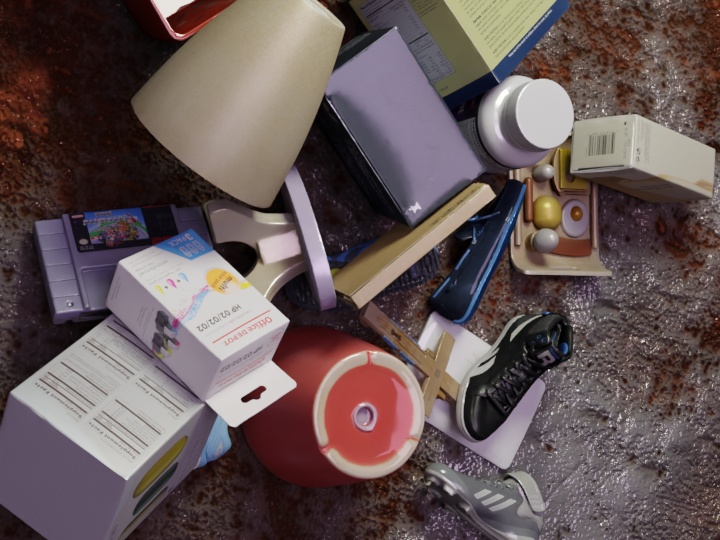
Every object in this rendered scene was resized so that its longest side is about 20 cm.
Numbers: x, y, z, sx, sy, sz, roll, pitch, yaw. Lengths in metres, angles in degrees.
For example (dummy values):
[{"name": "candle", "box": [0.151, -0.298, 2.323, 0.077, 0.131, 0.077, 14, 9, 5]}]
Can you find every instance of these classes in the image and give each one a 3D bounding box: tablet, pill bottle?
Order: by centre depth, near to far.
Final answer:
[{"name": "pill bottle", "box": [0.177, -0.180, 1.613, 0.110, 0.199, 0.113, 1, 87, -24]}, {"name": "tablet", "box": [0.143, 0.156, 1.687, 0.199, 0.014, 0.131, 33, 75, -19]}]

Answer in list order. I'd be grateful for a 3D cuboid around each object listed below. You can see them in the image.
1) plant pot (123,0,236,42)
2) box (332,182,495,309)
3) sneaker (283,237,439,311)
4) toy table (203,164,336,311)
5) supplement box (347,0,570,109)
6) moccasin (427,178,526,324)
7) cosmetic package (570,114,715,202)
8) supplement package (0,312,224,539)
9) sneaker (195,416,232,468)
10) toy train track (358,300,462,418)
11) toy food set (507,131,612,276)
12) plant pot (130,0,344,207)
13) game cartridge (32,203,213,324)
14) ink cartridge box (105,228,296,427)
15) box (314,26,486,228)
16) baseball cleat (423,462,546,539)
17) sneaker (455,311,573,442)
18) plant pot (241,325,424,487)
[{"name": "plant pot", "box": [-0.204, -0.373, 1.461, 0.199, 0.176, 0.202, -36, 101, -21]}, {"name": "box", "box": [0.052, -0.033, 1.491, 0.199, 0.163, 0.021, -39, 101, -7]}, {"name": "sneaker", "box": [0.000, 0.000, 1.610, 0.197, 0.079, 0.067, -14, 108, -6]}, {"name": "toy table", "box": [-0.107, -0.025, 1.499, 0.115, 0.201, 0.186, -16, 128, -7]}, {"name": "supplement box", "box": [0.119, -0.338, 1.602, 0.201, 0.133, 0.200, 53, 51, -14]}, {"name": "moccasin", "box": [0.148, -0.033, 1.659, 0.067, 0.081, 0.202, 25, 78, 12]}, {"name": "cosmetic package", "box": [0.376, -0.145, 1.723, 0.198, 0.104, 0.072, 13, 80, -43]}, {"name": "supplement package", "box": [-0.261, 0.170, 1.357, 0.150, 0.153, 0.200, 33, 37, 10]}, {"name": "sneaker", "box": [-0.188, 0.126, 1.517, 0.089, 0.078, 0.204, -4, 93, -43]}, {"name": "toy train track", "box": [0.060, 0.106, 1.615, 0.200, 0.032, 0.116, 44, 54, -32]}, {"name": "toy food set", "box": [0.272, -0.094, 1.730, 0.141, 0.060, 0.204, 1, 88, -24]}, {"name": "plant pot", "box": [-0.111, -0.205, 1.376, 0.186, 0.188, 0.201, 34, 103, -19]}, {"name": "game cartridge", "box": [-0.261, -0.011, 1.467, 0.197, 0.038, 0.131, -7, 63, -25]}, {"name": "ink cartridge box", "box": [-0.158, 0.057, 1.370, 0.200, 0.068, 0.115, 42, 40, 17]}, {"name": "box", "box": [0.030, -0.171, 1.534, 0.117, 0.200, 0.198, -35, 103, -4]}, {"name": "baseball cleat", "box": [0.163, 0.286, 1.669, 0.200, 0.069, 0.107, 45, 64, -26]}, {"name": "sneaker", "box": [0.200, 0.126, 1.640, 0.073, 0.111, 0.201, 44, 59, -18]}, {"name": "plant pot", "box": [-0.024, 0.164, 1.521, 0.197, 0.177, 0.204, 1, 88, -24]}]
